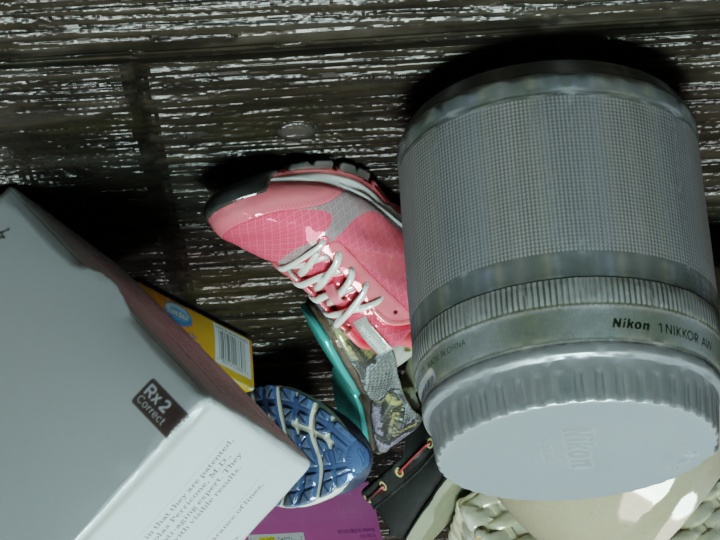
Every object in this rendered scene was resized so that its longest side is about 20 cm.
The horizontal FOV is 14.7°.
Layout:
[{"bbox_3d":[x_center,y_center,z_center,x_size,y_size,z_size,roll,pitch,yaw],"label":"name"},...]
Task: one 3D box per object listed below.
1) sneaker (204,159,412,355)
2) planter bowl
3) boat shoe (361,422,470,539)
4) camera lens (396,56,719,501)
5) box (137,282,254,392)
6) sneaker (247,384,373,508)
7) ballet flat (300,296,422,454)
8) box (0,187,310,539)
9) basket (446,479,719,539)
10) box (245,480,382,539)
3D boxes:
[{"bbox_3d":[0.000,0.000,1.566,0.200,0.087,0.074,18,147,-39],"label":"sneaker"},{"bbox_3d":[0.132,0.063,1.633,0.135,0.200,0.200,33,145,-11],"label":"planter bowl"},{"bbox_3d":[0.059,0.107,1.828,0.074,0.063,0.201,-36,165,-43],"label":"boat shoe"},{"bbox_3d":[0.103,0.002,1.448,0.160,0.200,0.160,-3,156,-1],"label":"camera lens"},{"bbox_3d":[-0.181,0.066,1.746,0.200,0.041,0.119,-16,153,29],"label":"box"},{"bbox_3d":[-0.046,0.110,1.800,0.085,0.077,0.200,1,-179,-37],"label":"sneaker"},{"bbox_3d":[0.009,0.050,1.724,0.072,0.072,0.200,-6,156,5],"label":"ballet flat"},{"bbox_3d":[-0.174,0.101,1.539,0.200,0.199,0.131,-47,147,1],"label":"box"},{"bbox_3d":[0.181,0.220,1.891,0.200,0.198,0.161,-24,157,-15],"label":"basket"},{"bbox_3d":[-0.111,0.218,1.969,0.200,0.097,0.176,-18,167,30],"label":"box"}]
